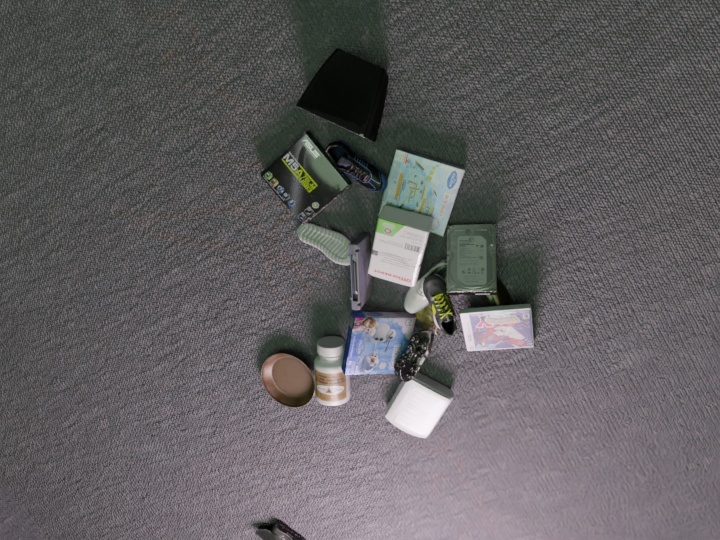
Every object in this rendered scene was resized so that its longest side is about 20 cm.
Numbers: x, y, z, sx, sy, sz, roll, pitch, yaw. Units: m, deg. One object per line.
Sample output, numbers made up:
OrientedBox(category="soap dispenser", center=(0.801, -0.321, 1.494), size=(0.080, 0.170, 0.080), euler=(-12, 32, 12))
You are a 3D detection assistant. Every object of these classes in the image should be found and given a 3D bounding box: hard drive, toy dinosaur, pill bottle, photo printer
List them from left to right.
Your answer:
OrientedBox(category="pill bottle", center=(-0.090, 0.317, 1.894), size=(0.114, 0.114, 0.201), euler=(3, 110, 11))
OrientedBox(category="photo printer", center=(0.180, 0.432, 1.899), size=(0.166, 0.069, 0.200), euler=(27, 113, 2))
OrientedBox(category="toy dinosaur", center=(0.216, 0.124, 1.787), size=(0.101, 0.058, 0.201), euler=(8, 111, 11))
OrientedBox(category="hard drive", center=(0.309, -0.031, 1.660), size=(0.139, 0.038, 0.201), euler=(0, 71, 12))

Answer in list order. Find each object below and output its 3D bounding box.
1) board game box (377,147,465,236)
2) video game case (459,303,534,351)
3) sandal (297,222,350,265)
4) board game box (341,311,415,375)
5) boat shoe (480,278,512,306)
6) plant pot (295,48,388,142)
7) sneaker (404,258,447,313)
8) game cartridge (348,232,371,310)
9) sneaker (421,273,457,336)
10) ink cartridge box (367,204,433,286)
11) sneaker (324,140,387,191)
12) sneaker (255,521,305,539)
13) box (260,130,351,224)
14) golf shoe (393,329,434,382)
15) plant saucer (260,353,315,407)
OrientedBox(category="board game box", center=(0.170, -0.221, 1.680), size=(0.199, 0.041, 0.200), euler=(19, 113, 6))
OrientedBox(category="video game case", center=(0.399, 0.170, 1.740), size=(0.199, 0.023, 0.182), euler=(-6, 135, 14))
OrientedBox(category="sandal", center=(-0.094, -0.087, 1.788), size=(0.202, 0.050, 0.083), euler=(32, 99, 14))
OrientedBox(category="board game box", center=(0.054, 0.222, 1.819), size=(0.199, 0.043, 0.200), euler=(1, 113, -20))
OrientedBox(category="boat shoe", center=(0.378, 0.063, 1.728), size=(0.065, 0.073, 0.200), euler=(-14, 115, 42))
OrientedBox(category="plant pot", center=(-0.027, -0.463, 1.564), size=(0.199, 0.200, 0.178), euler=(25, 102, 3))
OrientedBox(category="sneaker", center=(0.194, 0.042, 1.735), size=(0.073, 0.071, 0.200), euler=(42, 101, 14))
OrientedBox(category="game cartridge", center=(0.000, 0.000, 1.751), size=(0.038, 0.130, 0.201), euler=(3, 110, 14))
OrientedBox(category="sneaker", center=(0.233, 0.099, 1.681), size=(0.074, 0.085, 0.200), euler=(-26, 119, -2))
OrientedBox(category="ink cartridge box", center=(0.112, -0.069, 1.700), size=(0.145, 0.084, 0.200), euler=(16, 129, 7))
OrientedBox(category="sneaker", center=(-0.016, -0.286, 1.663), size=(0.200, 0.078, 0.070), euler=(40, 118, 8))
OrientedBox(category="sneaker", center=(-0.290, 1.008, 2.220), size=(0.200, 0.060, 0.104), euler=(40, 112, 2))
OrientedBox(category="box", center=(-0.160, -0.267, 1.735), size=(0.193, 0.048, 0.200), euler=(-36, 99, 24))
OrientedBox(category="golf shoe", center=(0.171, 0.259, 1.808), size=(0.078, 0.094, 0.200), euler=(42, 129, 19))
OrientedBox(category="plant saucer", center=(-0.234, 0.358, 1.972), size=(0.200, 0.037, 0.201), euler=(7, 110, 20))
